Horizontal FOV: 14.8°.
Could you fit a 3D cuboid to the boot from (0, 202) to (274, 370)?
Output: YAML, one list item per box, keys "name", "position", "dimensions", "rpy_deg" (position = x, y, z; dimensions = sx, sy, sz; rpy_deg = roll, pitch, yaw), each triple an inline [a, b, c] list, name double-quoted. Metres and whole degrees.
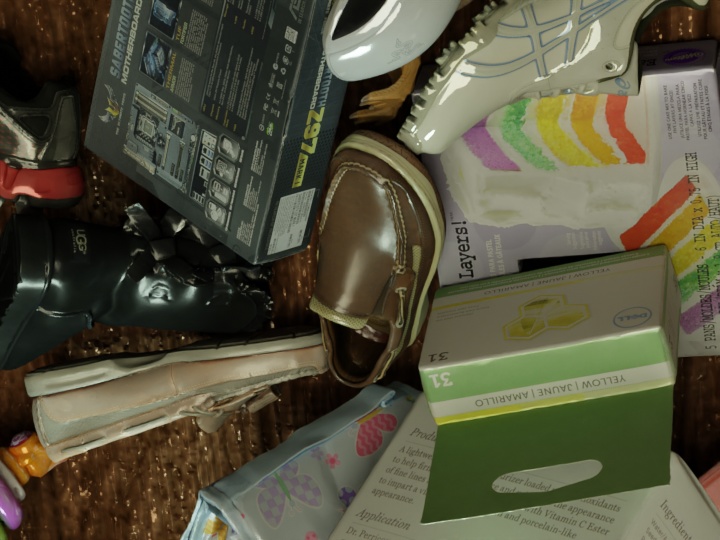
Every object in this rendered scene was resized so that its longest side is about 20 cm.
- name: "boot"
  position: [-0.149, 0.015, 1.712]
  dimensions: [0.162, 0.073, 0.198]
  rpy_deg: [2, 159, -19]

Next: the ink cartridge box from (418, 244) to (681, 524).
- name: "ink cartridge box"
  position: [0.106, 0.062, 1.578]
  dimensions: [0.145, 0.200, 0.048]
  rpy_deg: [-11, 115, 14]

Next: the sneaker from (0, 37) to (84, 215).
- name: "sneaker"
  position: [-0.256, -0.102, 1.682]
  dimensions: [0.200, 0.071, 0.098]
  rpy_deg: [15, 103, 11]

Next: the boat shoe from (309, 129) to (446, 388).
- name: "boat shoe"
  position: [0.006, 0.002, 1.640]
  dimensions: [0.075, 0.075, 0.202]
  rpy_deg: [22, 149, 19]

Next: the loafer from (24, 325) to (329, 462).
- name: "loafer"
  position: [-0.111, 0.077, 1.740]
  dimensions: [0.200, 0.072, 0.063]
  rpy_deg: [-9, 94, 14]

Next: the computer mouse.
- name: "computer mouse"
  position: [0.050, -0.186, 1.537]
  dimensions: [0.044, 0.110, 0.200]
  rpy_deg: [33, 96, 31]

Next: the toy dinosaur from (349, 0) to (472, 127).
- name: "toy dinosaur"
  position: [0.017, -0.145, 1.603]
  dimensions: [0.200, 0.060, 0.106]
  rpy_deg: [-10, 78, 19]

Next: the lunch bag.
- name: "lunch bag"
  position: [-0.019, 0.181, 1.724]
  dimensions: [0.127, 0.170, 0.200]
  rpy_deg: [21, 132, 43]

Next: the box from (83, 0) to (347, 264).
- name: "box"
  position: [-0.078, -0.127, 1.606]
  dimensions: [0.158, 0.051, 0.200]
  rpy_deg: [33, 123, 32]

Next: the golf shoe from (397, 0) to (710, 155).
- name: "golf shoe"
  position: [0.111, -0.122, 1.572]
  dimensions: [0.200, 0.078, 0.097]
  rpy_deg: [-44, 89, 8]

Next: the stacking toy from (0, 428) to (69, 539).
- name: "stacking toy"
  position: [-0.255, 0.152, 1.775]
  dimensions: [0.200, 0.116, 0.110]
  rpy_deg: [-38, 104, -11]

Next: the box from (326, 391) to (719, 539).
- name: "box"
  position: [0.118, 0.192, 1.632]
  dimensions: [0.199, 0.131, 0.200]
  rpy_deg: [12, 149, 43]

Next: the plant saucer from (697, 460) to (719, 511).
- name: "plant saucer"
  position: [0.258, 0.211, 1.779]
  dimensions: [0.200, 0.037, 0.200]
  rpy_deg: [42, 116, -12]

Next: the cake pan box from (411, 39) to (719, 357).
- name: "cake pan box"
  position: [0.133, -0.034, 1.666]
  dimensions: [0.184, 0.052, 0.200]
  rpy_deg: [-2, 117, 12]
